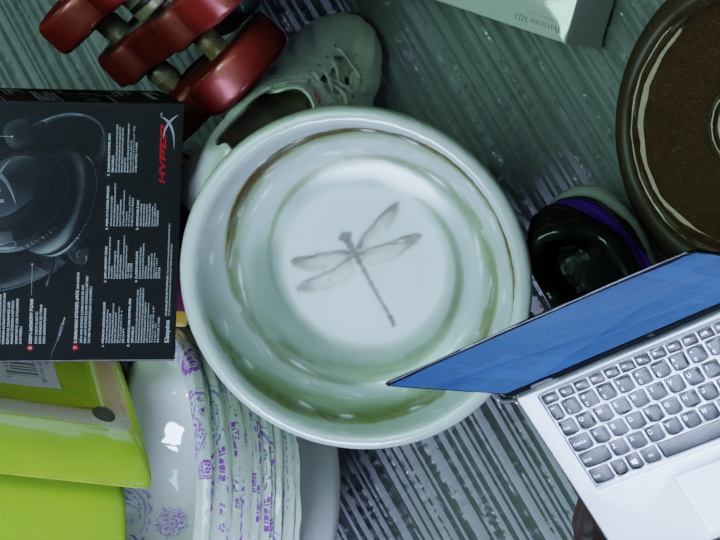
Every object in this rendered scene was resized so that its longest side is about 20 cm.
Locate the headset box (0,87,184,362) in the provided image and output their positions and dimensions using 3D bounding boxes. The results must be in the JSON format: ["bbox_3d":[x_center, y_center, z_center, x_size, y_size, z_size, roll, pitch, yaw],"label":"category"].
[{"bbox_3d":[-0.205,-0.027,1.364,0.077,0.199,0.150,-149,60,-72],"label":"headset box"}]

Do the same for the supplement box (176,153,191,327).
[{"bbox_3d":[-0.183,-0.036,1.515,0.200,0.130,0.104,-153,69,-69],"label":"supplement box"}]

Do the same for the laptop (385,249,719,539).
[{"bbox_3d":[0.154,0.078,1.248,0.187,0.116,0.200,-25,107,31],"label":"laptop"}]

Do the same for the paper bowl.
[{"bbox_3d":[-0.080,0.135,1.494,0.201,0.104,0.202,-178,90,-70],"label":"paper bowl"}]

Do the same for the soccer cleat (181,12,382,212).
[{"bbox_3d":[-0.036,-0.096,1.439,0.069,0.200,0.078,41,140,-1],"label":"soccer cleat"}]

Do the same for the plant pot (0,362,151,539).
[{"bbox_3d":[-0.242,0.119,1.522,0.182,0.198,0.200,-67,27,28],"label":"plant pot"}]

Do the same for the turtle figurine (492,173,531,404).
[{"bbox_3d":[0.032,0.001,1.454,0.200,0.100,0.150,23,105,36],"label":"turtle figurine"}]

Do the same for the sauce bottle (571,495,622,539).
[{"bbox_3d":[0.156,0.172,1.394,0.066,0.066,0.201,-16,85,33],"label":"sauce bottle"}]

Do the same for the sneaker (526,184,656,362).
[{"bbox_3d":[0.159,0.043,1.349,0.200,0.099,0.070,47,111,7],"label":"sneaker"}]

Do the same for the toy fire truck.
[{"bbox_3d":[-0.089,-0.178,1.451,0.112,0.168,0.200,42,156,-11],"label":"toy fire truck"}]

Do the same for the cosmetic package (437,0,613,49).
[{"bbox_3d":[0.061,-0.199,1.450,0.199,0.051,0.083,22,104,31],"label":"cosmetic package"}]

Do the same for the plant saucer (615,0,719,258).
[{"bbox_3d":[0.225,-0.081,1.357,0.199,0.034,0.201,2,93,32],"label":"plant saucer"}]

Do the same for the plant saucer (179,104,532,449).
[{"bbox_3d":[0.000,0.000,1.368,0.199,0.050,0.201,3,108,9],"label":"plant saucer"}]
